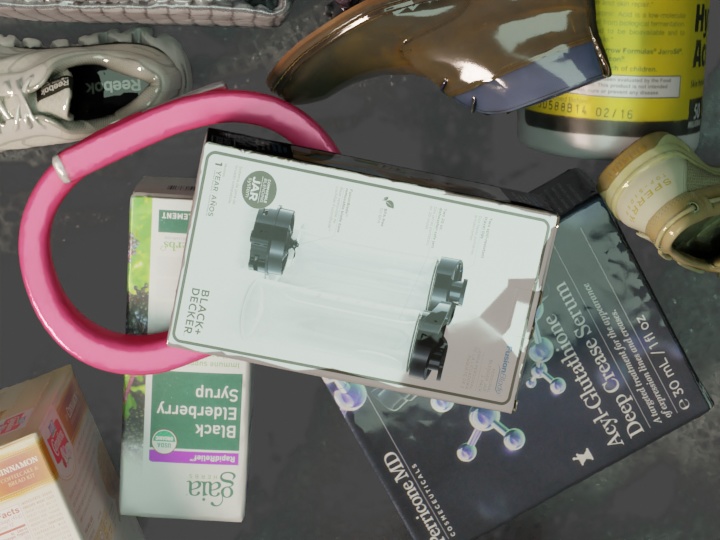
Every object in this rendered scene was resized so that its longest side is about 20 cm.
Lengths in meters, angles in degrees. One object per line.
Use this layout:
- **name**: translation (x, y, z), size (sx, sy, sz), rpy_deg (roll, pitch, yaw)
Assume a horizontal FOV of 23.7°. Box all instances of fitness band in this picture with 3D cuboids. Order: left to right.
- **fitness band**: translation (-0.099, -0.023, 0.986), size (0.198, 0.037, 0.145), rpy_deg (-23, 100, 2)

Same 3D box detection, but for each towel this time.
- **towel**: translation (-0.132, -0.184, 0.968), size (0.197, 0.166, 0.087), rpy_deg (2, 96, -2)

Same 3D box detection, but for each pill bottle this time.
- **pill bottle**: translation (0.150, -0.171, 1.005), size (0.110, 0.111, 0.203), rpy_deg (1, 102, -2)

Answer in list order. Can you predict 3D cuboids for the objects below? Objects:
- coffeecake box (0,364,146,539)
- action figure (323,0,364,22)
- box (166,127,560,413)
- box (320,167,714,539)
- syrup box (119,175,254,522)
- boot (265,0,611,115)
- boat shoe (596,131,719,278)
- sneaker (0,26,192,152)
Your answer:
- **coffeecake box**: translation (-0.178, 0.178, 1.047), size (0.072, 0.154, 0.202), rpy_deg (-21, 101, 2)
- **action figure**: translation (0.019, -0.206, 1.018), size (0.130, 0.069, 0.201), rpy_deg (-36, 104, 1)
- **box**: translation (0.000, 0.000, 0.951), size (0.197, 0.060, 0.118), rpy_deg (10, 101, -6)
- **box**: translation (0.088, 0.055, 1.053), size (0.199, 0.107, 0.149), rpy_deg (-30, 102, 5)
- **syrup box**: translation (-0.103, 0.047, 1.059), size (0.078, 0.081, 0.203), rpy_deg (3, 100, -3)
- **boot**: translation (0.044, -0.115, 0.965), size (0.198, 0.075, 0.098), rpy_deg (-26, 88, 22)
- **boat shoe**: translation (0.211, -0.026, 1.008), size (0.073, 0.200, 0.063), rpy_deg (-43, 58, 19)
- **sneaker**: translation (-0.201, -0.104, 1.026), size (0.197, 0.081, 0.076), rpy_deg (-10, 104, 2)
